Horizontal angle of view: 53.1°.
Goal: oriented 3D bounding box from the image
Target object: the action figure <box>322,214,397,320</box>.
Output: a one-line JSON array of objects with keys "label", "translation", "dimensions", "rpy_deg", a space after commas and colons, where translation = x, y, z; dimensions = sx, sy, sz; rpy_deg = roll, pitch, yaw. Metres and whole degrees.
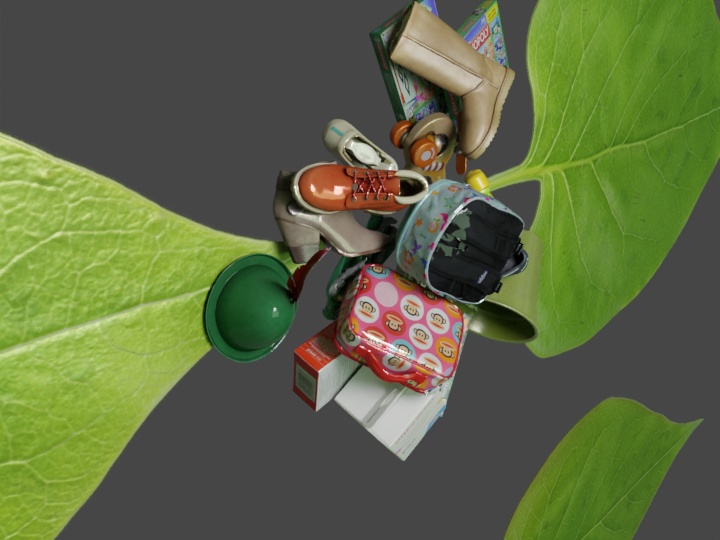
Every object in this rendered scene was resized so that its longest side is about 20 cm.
[{"label": "action figure", "translation": [0.000, 0.000, 1.210], "dimensions": [0.200, 0.055, 0.118], "rpy_deg": [-55, 139, -11]}]

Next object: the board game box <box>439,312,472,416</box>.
[{"label": "board game box", "translation": [0.160, 0.183, 1.392], "dimensions": [0.023, 0.105, 0.201], "rpy_deg": [21, 76, -8]}]

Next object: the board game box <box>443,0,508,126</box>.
[{"label": "board game box", "translation": [0.199, -0.362, 1.257], "dimensions": [0.200, 0.029, 0.135], "rpy_deg": [-53, 138, -35]}]

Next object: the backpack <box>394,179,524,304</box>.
[{"label": "backpack", "translation": [0.143, -0.050, 1.130], "dimensions": [0.200, 0.150, 0.178], "rpy_deg": [14, 108, -54]}]

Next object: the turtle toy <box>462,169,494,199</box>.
[{"label": "turtle toy", "translation": [0.210, -0.098, 1.313], "dimensions": [0.146, 0.101, 0.200], "rpy_deg": [59, 12, -6]}]

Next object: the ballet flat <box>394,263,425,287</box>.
[{"label": "ballet flat", "translation": [0.099, -0.015, 1.296], "dimensions": [0.069, 0.069, 0.201], "rpy_deg": [8, 99, -48]}]

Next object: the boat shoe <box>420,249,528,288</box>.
[{"label": "boat shoe", "translation": [0.203, -0.001, 1.296], "dimensions": [0.062, 0.199, 0.075], "rpy_deg": [23, 58, -77]}]

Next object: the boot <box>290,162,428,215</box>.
[{"label": "boot", "translation": [0.002, -0.121, 1.033], "dimensions": [0.199, 0.107, 0.075], "rpy_deg": [-1, 88, -34]}]

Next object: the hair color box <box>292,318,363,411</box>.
[{"label": "hair color box", "translation": [-0.021, 0.131, 1.205], "dimensions": [0.200, 0.064, 0.111], "rpy_deg": [-33, 147, -33]}]

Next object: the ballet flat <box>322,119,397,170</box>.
[{"label": "ballet flat", "translation": [0.016, -0.168, 1.138], "dimensions": [0.200, 0.069, 0.070], "rpy_deg": [30, 82, -48]}]

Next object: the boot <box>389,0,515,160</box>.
[{"label": "boot", "translation": [0.129, -0.291, 1.123], "dimensions": [0.199, 0.066, 0.176], "rpy_deg": [26, 75, -21]}]

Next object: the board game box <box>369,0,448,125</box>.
[{"label": "board game box", "translation": [0.094, -0.333, 1.197], "dimensions": [0.135, 0.029, 0.200], "rpy_deg": [-44, 132, -25]}]

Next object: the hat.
[{"label": "hat", "translation": [-0.108, 0.071, 1.023], "dimensions": [0.166, 0.176, 0.200], "rpy_deg": [-51, 135, -20]}]

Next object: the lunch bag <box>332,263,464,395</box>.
[{"label": "lunch bag", "translation": [0.060, 0.100, 1.119], "dimensions": [0.199, 0.082, 0.177], "rpy_deg": [28, 47, -13]}]

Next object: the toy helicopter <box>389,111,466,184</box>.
[{"label": "toy helicopter", "translation": [0.134, -0.183, 1.226], "dimensions": [0.132, 0.079, 0.200], "rpy_deg": [-30, 139, -13]}]

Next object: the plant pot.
[{"label": "plant pot", "translation": [0.280, 0.016, 1.432], "dimensions": [0.200, 0.199, 0.191], "rpy_deg": [46, 58, -45]}]

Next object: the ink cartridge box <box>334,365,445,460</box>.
[{"label": "ink cartridge box", "translation": [0.054, 0.226, 1.235], "dimensions": [0.129, 0.125, 0.200], "rpy_deg": [-49, 158, -10]}]

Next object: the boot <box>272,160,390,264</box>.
[{"label": "boot", "translation": [-0.040, -0.094, 1.100], "dimensions": [0.199, 0.070, 0.147], "rpy_deg": [-12, 105, -34]}]
